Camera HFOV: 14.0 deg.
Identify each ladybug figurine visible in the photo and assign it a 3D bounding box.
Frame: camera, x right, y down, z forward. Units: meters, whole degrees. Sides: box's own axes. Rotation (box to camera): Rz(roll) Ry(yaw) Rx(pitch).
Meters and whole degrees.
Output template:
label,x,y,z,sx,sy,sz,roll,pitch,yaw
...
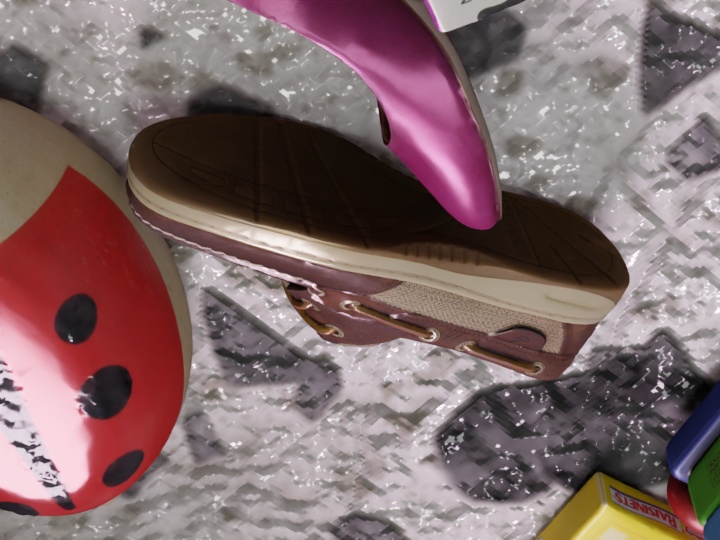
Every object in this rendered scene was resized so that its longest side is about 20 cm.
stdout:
label,x,y,z,sx,sy,sz,roll,pitch,yaw
ladybug figurine,-0.133,0.024,1.085,0.135,0.072,0.200,-23,128,11

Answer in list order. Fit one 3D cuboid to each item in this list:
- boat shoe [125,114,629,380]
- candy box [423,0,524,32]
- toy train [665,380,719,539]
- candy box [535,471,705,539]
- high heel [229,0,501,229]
label,x,y,z,sx,sy,sz,roll,pitch,yaw
boat shoe,0.000,0.000,1.087,0.199,0.072,0.072,12,125,-24
candy box,0.013,-0.183,0.857,0.061,0.201,0.137,-20,127,9
toy train,0.223,0.122,1.180,0.199,0.116,0.085,23,123,-23
candy box,0.085,0.177,1.264,0.102,0.026,0.200,27,121,-21
high heel,-0.024,-0.083,1.017,0.096,0.067,0.201,-28,112,3
